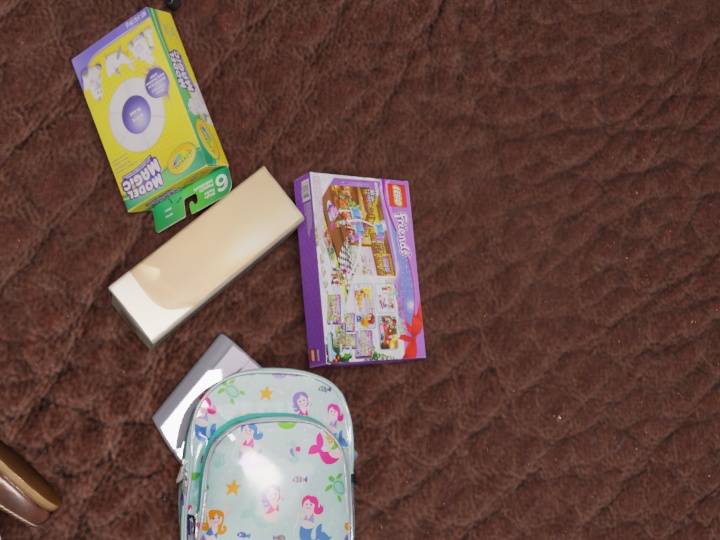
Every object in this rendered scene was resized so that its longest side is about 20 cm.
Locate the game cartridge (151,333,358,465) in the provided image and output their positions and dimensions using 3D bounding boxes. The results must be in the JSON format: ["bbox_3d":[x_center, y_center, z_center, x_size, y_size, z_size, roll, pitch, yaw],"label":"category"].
[{"bbox_3d":[-0.113,0.182,0.904,0.199,0.041,0.134,41,69,-5],"label":"game cartridge"}]

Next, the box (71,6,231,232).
[{"bbox_3d":[-0.216,-0.152,0.899,0.116,0.048,0.203,-24,87,24],"label":"box"}]

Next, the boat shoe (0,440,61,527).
[{"bbox_3d":[-0.377,0.180,0.820,0.199,0.070,0.071,40,78,2],"label":"boat shoe"}]

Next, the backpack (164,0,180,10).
[{"bbox_3d":[-0.272,-0.378,0.914,0.196,0.127,0.171,-4,85,-12],"label":"backpack"}]

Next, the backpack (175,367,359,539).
[{"bbox_3d":[-0.087,0.194,0.821,0.174,0.151,0.205,4,75,-12],"label":"backpack"}]

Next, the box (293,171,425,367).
[{"bbox_3d":[0.000,0.000,0.940,0.135,0.039,0.205,1,79,-36],"label":"box"}]

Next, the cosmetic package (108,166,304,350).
[{"bbox_3d":[-0.160,-0.011,0.890,0.199,0.105,0.071,-41,93,-19],"label":"cosmetic package"}]
